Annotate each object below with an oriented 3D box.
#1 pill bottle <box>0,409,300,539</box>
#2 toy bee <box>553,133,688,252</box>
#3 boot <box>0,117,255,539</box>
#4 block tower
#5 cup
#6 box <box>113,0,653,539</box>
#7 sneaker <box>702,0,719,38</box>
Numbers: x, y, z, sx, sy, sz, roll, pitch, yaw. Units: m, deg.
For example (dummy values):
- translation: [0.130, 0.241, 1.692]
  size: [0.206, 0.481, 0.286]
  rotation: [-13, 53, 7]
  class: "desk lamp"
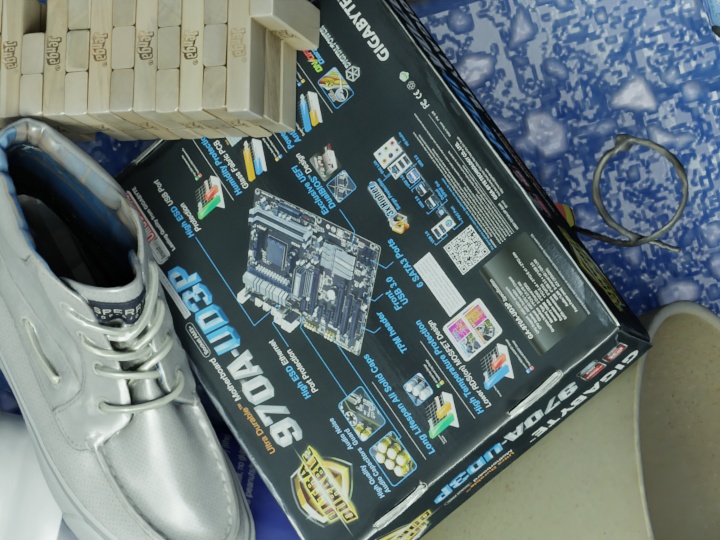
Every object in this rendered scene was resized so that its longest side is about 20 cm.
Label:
- translation: [-0.095, 0.118, 1.153]
  size: [0.199, 0.116, 0.116]
  rotation: [14, 98, -6]
  class: "pill bottle"
- translation: [0.053, 0.004, 1.159]
  size: [0.199, 0.109, 0.132]
  rotation: [10, 85, 24]
  class: "toy bee"
- translation: [-0.102, 0.036, 1.072]
  size: [0.073, 0.096, 0.200]
  rotation: [-28, 72, -26]
  class: "boot"
- translation: [-0.119, -0.083, 1.104]
  size: [0.199, 0.054, 0.058]
  rotation: [-3, 80, 19]
  class: "block tower"
- translation: [0.101, 0.129, 1.148]
  size: [0.143, 0.200, 0.201]
  rotation: [-18, 102, 26]
  class: "cup"
- translation: [0.000, 0.000, 1.098]
  size: [0.159, 0.046, 0.200]
  rotation: [-41, 67, 13]
  class: "box"
- translation: [0.241, -0.135, 1.166]
  size: [0.199, 0.079, 0.090]
  rotation: [-3, 111, 2]
  class: "sneaker"
